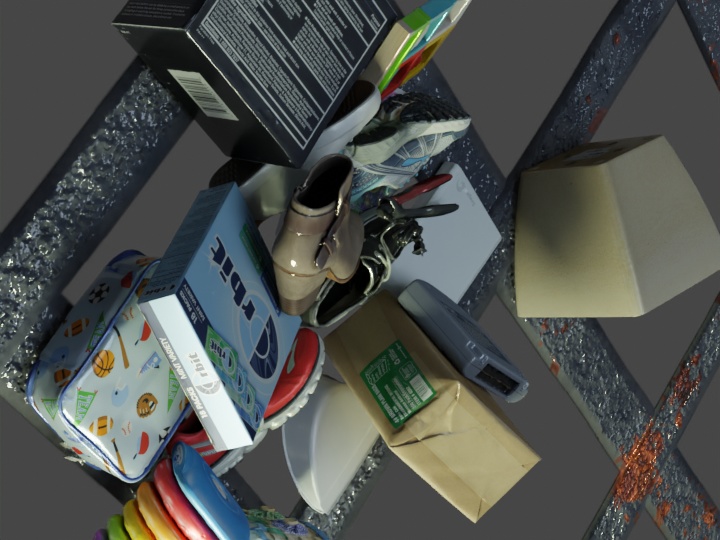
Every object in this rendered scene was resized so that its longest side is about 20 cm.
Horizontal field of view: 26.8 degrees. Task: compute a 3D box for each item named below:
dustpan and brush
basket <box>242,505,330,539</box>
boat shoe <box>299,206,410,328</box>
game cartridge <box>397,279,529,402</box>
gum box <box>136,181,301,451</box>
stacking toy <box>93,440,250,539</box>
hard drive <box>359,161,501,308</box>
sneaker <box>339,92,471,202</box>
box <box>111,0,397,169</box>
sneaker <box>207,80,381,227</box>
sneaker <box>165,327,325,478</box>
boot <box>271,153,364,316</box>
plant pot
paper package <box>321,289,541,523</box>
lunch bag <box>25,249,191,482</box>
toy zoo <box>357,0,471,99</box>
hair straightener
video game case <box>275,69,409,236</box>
[{"bbox_3d":[-0.055,0.145,1.636,0.140,0.057,0.201,-53,138,-38],"label":"dustpan and brush"},{"bbox_3d":[-0.077,0.328,1.559,0.199,0.176,0.140,36,77,-33],"label":"basket"},{"bbox_3d":[0.000,0.000,1.617,0.200,0.063,0.071,-42,126,-32],"label":"boat shoe"},{"bbox_3d":[0.113,0.076,1.674,0.042,0.133,0.200,-48,153,5],"label":"game cartridge"},{"bbox_3d":[-0.127,0.040,1.432,0.201,0.044,0.171,-68,140,-55],"label":"gum box"},{"bbox_3d":[-0.214,0.267,1.453,0.199,0.116,0.110,-36,107,1],"label":"stacking toy"},{"bbox_3d":[0.079,-0.007,1.748,0.201,0.026,0.132,-54,131,-22],"label":"hard drive"},{"bbox_3d":[0.038,-0.132,1.636,0.199,0.077,0.087,-21,131,-38],"label":"sneaker"},{"bbox_3d":[-0.096,-0.240,1.451,0.199,0.122,0.200,-57,133,-19],"label":"box"},{"bbox_3d":[-0.056,-0.114,1.533,0.199,0.073,0.085,-35,130,-1],"label":"sneaker"},{"bbox_3d":[-0.117,0.125,1.531,0.200,0.077,0.085,-45,117,-14],"label":"sneaker"},{"bbox_3d":[-0.031,-0.053,1.499,0.201,0.069,0.147,-62,168,-50],"label":"boot"},{"bbox_3d":[0.304,-0.060,1.857,0.199,0.199,0.179,-24,104,-39],"label":"plant pot"},{"bbox_3d":[0.074,0.143,1.639,0.103,0.200,0.191,-43,129,5],"label":"paper package"},{"bbox_3d":[-0.218,0.095,1.438,0.201,0.075,0.161,-56,134,-22],"label":"lunch bag"},{"bbox_3d":[0.061,-0.242,1.600,0.200,0.020,0.132,-42,171,-50],"label":"toy zoo"},{"bbox_3d":[0.064,-0.053,1.627,0.200,0.040,0.078,-30,107,-68],"label":"hair straightener"},{"bbox_3d":[-0.011,-0.113,1.639,0.142,0.018,0.202,21,84,-46],"label":"video game case"}]
